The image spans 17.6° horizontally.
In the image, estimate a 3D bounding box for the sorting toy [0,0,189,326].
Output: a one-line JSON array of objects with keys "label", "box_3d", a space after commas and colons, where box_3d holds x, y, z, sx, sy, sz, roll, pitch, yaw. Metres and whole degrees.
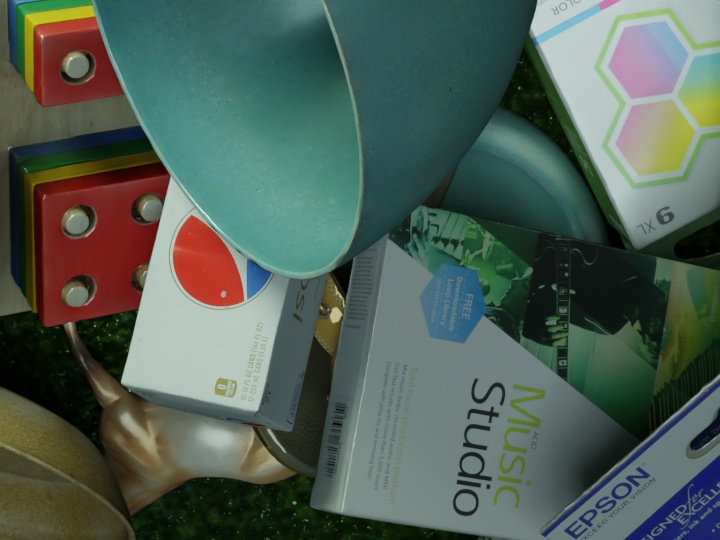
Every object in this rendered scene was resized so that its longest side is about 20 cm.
[{"label": "sorting toy", "box_3d": [-0.169, -0.054, 1.040, 0.198, 0.070, 0.201, -11, 124, -24]}]

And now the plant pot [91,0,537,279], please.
[{"label": "plant pot", "box_3d": [-0.006, -0.115, 0.944, 0.134, 0.200, 0.201, -26, 108, -26]}]

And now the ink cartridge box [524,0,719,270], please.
[{"label": "ink cartridge box", "box_3d": [0.154, -0.079, 1.140, 0.103, 0.059, 0.201, -27, 106, 0]}]

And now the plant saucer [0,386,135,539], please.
[{"label": "plant saucer", "box_3d": [-0.198, 0.084, 1.123, 0.199, 0.200, 0.036, 22, 69, -9]}]

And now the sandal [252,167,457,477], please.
[{"label": "sandal", "box_3d": [0.000, 0.000, 1.095, 0.080, 0.054, 0.201, 22, 90, -18]}]

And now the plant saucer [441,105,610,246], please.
[{"label": "plant saucer", "box_3d": [0.038, 0.013, 1.151, 0.199, 0.027, 0.202, -2, 98, -17]}]

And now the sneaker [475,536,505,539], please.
[{"label": "sneaker", "box_3d": [0.120, 0.093, 1.183, 0.200, 0.088, 0.077, -44, 109, -17]}]

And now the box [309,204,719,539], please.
[{"label": "box", "box_3d": [0.080, 0.055, 1.092, 0.199, 0.036, 0.145, 11, 87, -29]}]

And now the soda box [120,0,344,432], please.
[{"label": "soda box", "box_3d": [-0.047, -0.033, 1.049, 0.068, 0.064, 0.201, 10, 80, 15]}]

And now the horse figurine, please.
[{"label": "horse figurine", "box_3d": [-0.072, 0.064, 1.177, 0.198, 0.050, 0.134, -5, 99, 1]}]

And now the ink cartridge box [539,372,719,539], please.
[{"label": "ink cartridge box", "box_3d": [0.201, 0.085, 1.068, 0.198, 0.047, 0.200, -42, 129, 12]}]
